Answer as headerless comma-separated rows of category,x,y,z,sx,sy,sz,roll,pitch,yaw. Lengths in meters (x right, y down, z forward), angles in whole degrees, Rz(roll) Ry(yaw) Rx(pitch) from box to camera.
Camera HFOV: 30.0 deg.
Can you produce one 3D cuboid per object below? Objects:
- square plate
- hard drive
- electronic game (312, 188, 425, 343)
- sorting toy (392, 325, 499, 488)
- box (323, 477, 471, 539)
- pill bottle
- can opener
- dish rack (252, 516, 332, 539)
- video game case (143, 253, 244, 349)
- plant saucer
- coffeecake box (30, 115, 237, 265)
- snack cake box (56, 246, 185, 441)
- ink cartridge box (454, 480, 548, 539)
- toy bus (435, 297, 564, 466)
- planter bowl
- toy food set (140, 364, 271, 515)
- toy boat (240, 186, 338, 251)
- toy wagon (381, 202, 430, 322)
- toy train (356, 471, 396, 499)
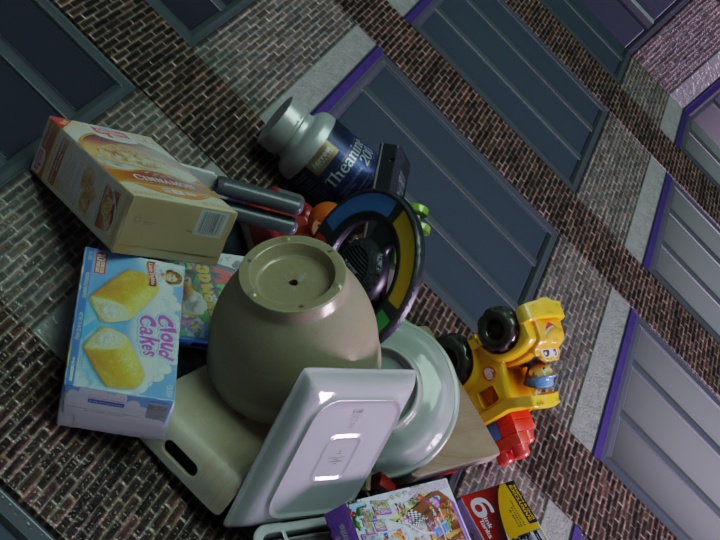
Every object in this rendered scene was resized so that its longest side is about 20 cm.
square plate,-0.035,0.194,1.438,0.028,0.200,0.199,39,20,33
hard drive,0.029,-0.059,1.811,0.032,0.203,0.140,10,-5,8
electronic game,0.000,0.000,1.602,0.041,0.200,0.202,19,41,-43
sorting toy,0.056,0.179,1.718,0.199,0.070,0.200,-3,58,-52
box,0.055,0.315,1.500,0.199,0.039,0.138,0,63,-53
pill bottle,-0.046,-0.153,1.916,0.199,0.111,0.112,39,32,-15
can opener,-0.170,-0.095,1.679,0.197,0.053,0.067,15,14,-8
dish rack,-0.032,0.352,1.441,0.199,0.044,0.173,4,52,-50
video game case,-0.159,0.037,1.591,0.197,0.018,0.144,8,45,-20
plant saucer,0.020,0.146,1.601,0.202,0.198,0.050,60,-7,20
coffeecake box,-0.262,-0.091,1.543,0.152,0.074,0.200,8,24,-47
snack cake box,-0.249,0.075,1.417,0.113,0.068,0.202,10,42,-13
ink cartridge box,0.193,0.371,1.662,0.175,0.084,0.201,-3,57,-53
toy bus,0.202,0.155,1.815,0.135,0.199,0.194,2,60,-54
planter bowl,-0.074,0.049,1.470,0.197,0.136,0.202,1,43,-1
toy food set,-0.148,0.179,1.487,0.143,0.061,0.199,42,28,13
toy boat,-0.067,-0.037,1.743,0.129,0.131,0.202,14,44,-42
toy wagon,0.060,-0.012,1.835,0.039,0.200,0.157,10,72,9
toy train,0.020,0.261,1.568,0.200,0.045,0.034,49,29,-25
